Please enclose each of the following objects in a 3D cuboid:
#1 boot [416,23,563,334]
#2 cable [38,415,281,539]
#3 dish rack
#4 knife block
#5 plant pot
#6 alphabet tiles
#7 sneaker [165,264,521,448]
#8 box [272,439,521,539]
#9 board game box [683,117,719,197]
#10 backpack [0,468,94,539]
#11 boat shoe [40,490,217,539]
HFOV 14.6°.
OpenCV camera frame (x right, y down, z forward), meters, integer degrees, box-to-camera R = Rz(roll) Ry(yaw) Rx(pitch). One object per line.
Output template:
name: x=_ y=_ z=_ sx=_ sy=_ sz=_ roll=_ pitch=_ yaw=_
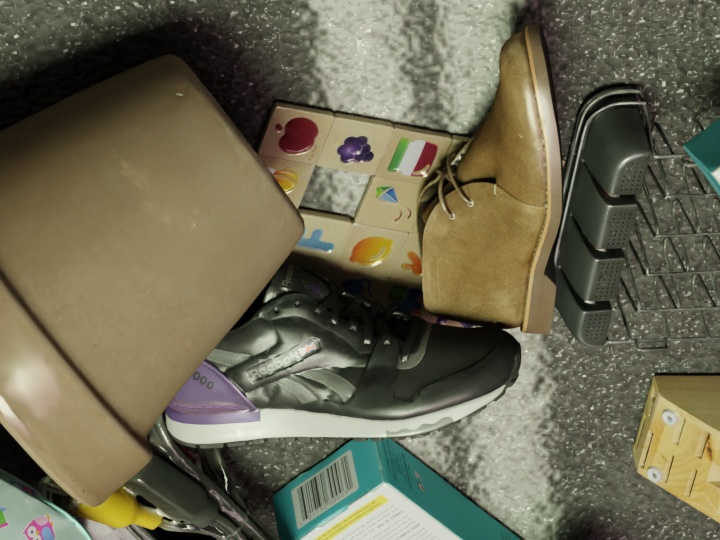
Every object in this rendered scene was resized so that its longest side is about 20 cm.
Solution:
boot: x=0.068 y=-0.043 z=1.462 sx=0.075 sy=0.074 sz=0.201 roll=2 pitch=134 yaw=0
cable: x=-0.090 y=0.132 z=1.581 sx=0.200 sy=0.097 sz=0.050 roll=42 pitch=150 yaw=-30
dish rack: x=0.208 y=-0.024 z=1.524 sx=0.199 sy=0.055 sz=0.154 roll=-2 pitch=132 yaw=-13
knife block: x=0.285 y=0.099 z=1.654 sx=0.199 sy=0.175 sz=0.064 roll=31 pitch=133 yaw=22
plant pot: x=-0.126 y=-0.011 z=1.396 sx=0.174 sy=0.200 sz=0.201 roll=-38 pitch=130 yaw=-3
alphabet tiles: x=0.000 y=0.000 z=1.534 sx=0.166 sy=0.008 sz=0.201 roll=10 pitch=129 yaw=-20
sneaker: x=-0.016 y=0.040 z=1.496 sx=0.199 sy=0.076 sz=0.088 roll=-7 pitch=115 yaw=9
box: x=0.043 y=0.177 z=1.671 sx=0.082 sy=0.049 sz=0.200 roll=-35 pitch=129 yaw=20
board game box: x=0.290 y=-0.065 z=1.451 sx=0.200 sy=0.047 sz=0.151 roll=-38 pitch=116 yaw=3
backpack: x=-0.239 y=0.161 z=1.498 sx=0.200 sy=0.126 sz=0.168 roll=32 pitch=75 yaw=-29
boat shoe: x=-0.096 y=0.165 z=1.627 sx=0.200 sy=0.070 sz=0.066 roll=36 pitch=119 yaw=-26
